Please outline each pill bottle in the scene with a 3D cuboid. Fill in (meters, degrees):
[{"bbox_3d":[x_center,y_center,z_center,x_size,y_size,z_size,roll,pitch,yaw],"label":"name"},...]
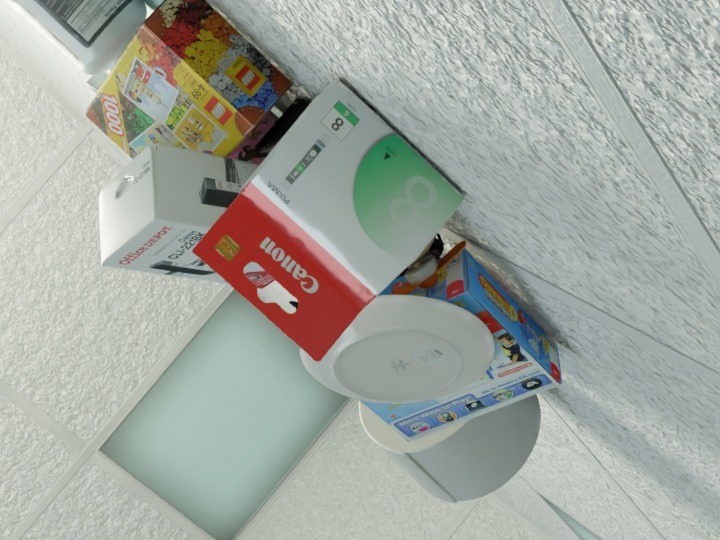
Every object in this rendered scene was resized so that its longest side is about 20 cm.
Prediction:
[{"bbox_3d":[-0.317,-0.299,1.551,0.200,0.111,0.111,43,172,-9],"label":"pill bottle"}]

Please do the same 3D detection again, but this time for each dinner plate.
[{"bbox_3d":[0.037,0.089,1.347,0.200,0.198,0.025,49,-149,-47],"label":"dinner plate"}]

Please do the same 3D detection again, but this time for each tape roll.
[{"bbox_3d":[0.115,0.176,1.726,0.202,0.203,0.139,32,170,48],"label":"tape roll"}]

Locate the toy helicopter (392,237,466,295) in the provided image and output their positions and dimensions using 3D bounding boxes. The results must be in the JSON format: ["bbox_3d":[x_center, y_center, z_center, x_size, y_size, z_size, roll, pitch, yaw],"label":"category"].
[{"bbox_3d":[0.016,-0.004,1.316,0.131,0.201,0.079,29,-153,-5],"label":"toy helicopter"}]

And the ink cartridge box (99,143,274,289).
[{"bbox_3d":[-0.155,-0.052,1.393,0.198,0.085,0.144,10,156,-32],"label":"ink cartridge box"}]

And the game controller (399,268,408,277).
[{"bbox_3d":[0.067,0.043,1.585,0.202,0.042,0.104,63,179,6],"label":"game controller"}]

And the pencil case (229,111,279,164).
[{"bbox_3d":[-0.139,-0.163,1.513,0.200,0.087,0.083,42,152,0],"label":"pencil case"}]

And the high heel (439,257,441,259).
[{"bbox_3d":[0.107,0.039,1.529,0.200,0.071,0.143,49,180,-24],"label":"high heel"}]

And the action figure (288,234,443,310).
[{"bbox_3d":[0.000,0.000,1.435,0.118,0.103,0.199,19,142,-33],"label":"action figure"}]

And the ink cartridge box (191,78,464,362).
[{"bbox_3d":[-0.029,-0.043,1.202,0.161,0.201,0.050,41,172,-8],"label":"ink cartridge box"}]

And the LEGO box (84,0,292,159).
[{"bbox_3d":[-0.183,-0.178,1.388,0.149,0.077,0.200,42,146,-7],"label":"LEGO box"}]

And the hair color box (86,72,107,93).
[{"bbox_3d":[-0.247,-0.217,1.699,0.199,0.100,0.061,37,172,34],"label":"hair color box"}]

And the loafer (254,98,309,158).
[{"bbox_3d":[-0.049,-0.123,1.337,0.071,0.073,0.200,43,173,-17],"label":"loafer"}]

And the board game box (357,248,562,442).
[{"bbox_3d":[0.080,0.085,1.414,0.196,0.198,0.056,43,-146,-40],"label":"board game box"}]
